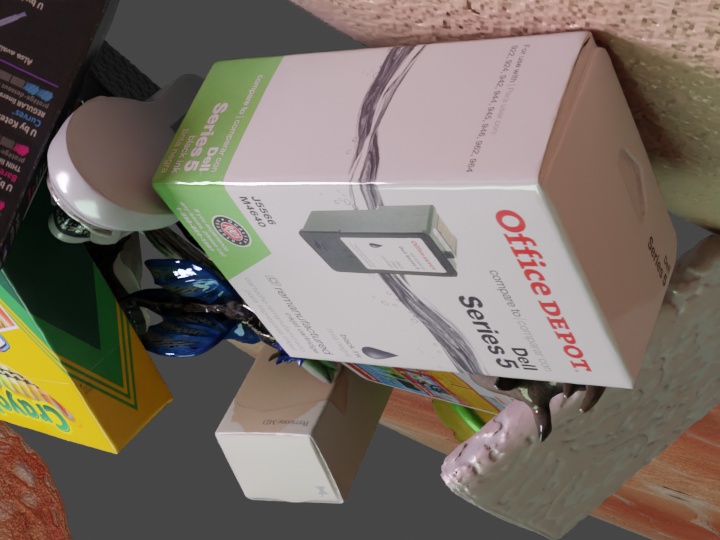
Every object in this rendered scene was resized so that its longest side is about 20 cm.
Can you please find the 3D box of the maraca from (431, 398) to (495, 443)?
[{"bbox_3d":[0.103,0.092,1.057,0.199,0.138,0.107,34,120,-22],"label":"maraca"}]

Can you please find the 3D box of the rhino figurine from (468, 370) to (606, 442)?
[{"bbox_3d":[0.090,0.025,0.655,0.060,0.087,0.200,54,-173,-25],"label":"rhino figurine"}]

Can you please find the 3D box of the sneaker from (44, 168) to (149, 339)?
[{"bbox_3d":[-0.184,-0.030,0.833,0.073,0.080,0.201,-4,141,-7],"label":"sneaker"}]

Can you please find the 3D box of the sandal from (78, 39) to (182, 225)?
[{"bbox_3d":[-0.127,-0.074,0.790,0.200,0.048,0.076,44,-160,-38],"label":"sandal"}]

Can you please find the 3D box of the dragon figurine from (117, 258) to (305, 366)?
[{"bbox_3d":[-0.103,0.023,0.773,0.198,0.060,0.099,4,180,17],"label":"dragon figurine"}]

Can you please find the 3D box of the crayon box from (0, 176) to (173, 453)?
[{"bbox_3d":[-0.232,0.021,0.789,0.199,0.058,0.174,5,128,46],"label":"crayon box"}]

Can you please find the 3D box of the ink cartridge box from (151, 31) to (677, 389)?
[{"bbox_3d":[0.028,-0.025,0.575,0.198,0.084,0.146,2,144,33],"label":"ink cartridge box"}]

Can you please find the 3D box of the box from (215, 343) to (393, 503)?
[{"bbox_3d":[-0.031,0.091,1.021,0.094,0.201,0.078,-3,128,26],"label":"box"}]

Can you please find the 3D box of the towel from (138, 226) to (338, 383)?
[{"bbox_3d":[-0.110,0.009,0.932,0.199,0.023,0.153,35,176,26],"label":"towel"}]

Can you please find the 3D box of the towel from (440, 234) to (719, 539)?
[{"bbox_3d":[0.156,0.079,0.747,0.032,0.200,0.191,51,-173,31],"label":"towel"}]

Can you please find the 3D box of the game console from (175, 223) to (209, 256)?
[{"bbox_3d":[-0.069,-0.050,0.968,0.176,0.116,0.200,50,-179,26],"label":"game console"}]

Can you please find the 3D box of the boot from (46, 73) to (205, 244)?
[{"bbox_3d":[-0.128,-0.041,0.648,0.074,0.095,0.200,50,-160,-3],"label":"boot"}]

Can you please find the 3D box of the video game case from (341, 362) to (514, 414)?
[{"bbox_3d":[0.062,0.069,0.833,0.198,0.018,0.143,12,165,29],"label":"video game case"}]

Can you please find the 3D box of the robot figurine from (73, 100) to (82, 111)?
[{"bbox_3d":[-0.235,-0.124,0.825,0.199,0.059,0.145,29,168,-29],"label":"robot figurine"}]

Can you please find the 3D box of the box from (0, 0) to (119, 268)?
[{"bbox_3d":[-0.202,-0.078,0.610,0.105,0.202,0.122,23,168,-13],"label":"box"}]
